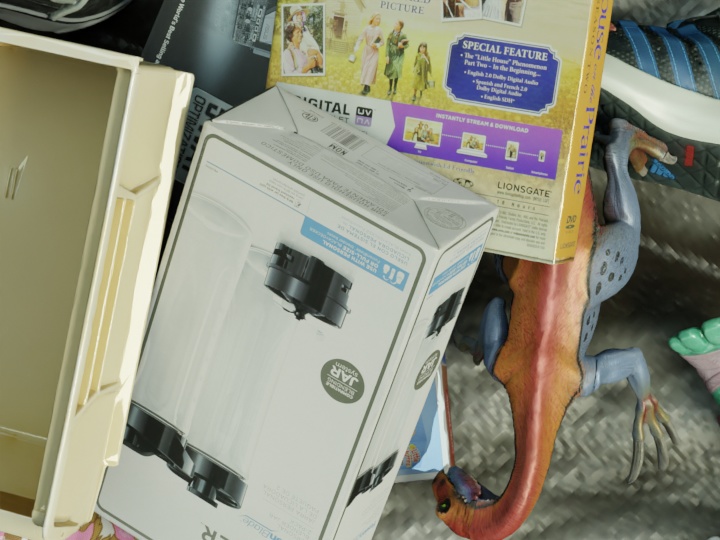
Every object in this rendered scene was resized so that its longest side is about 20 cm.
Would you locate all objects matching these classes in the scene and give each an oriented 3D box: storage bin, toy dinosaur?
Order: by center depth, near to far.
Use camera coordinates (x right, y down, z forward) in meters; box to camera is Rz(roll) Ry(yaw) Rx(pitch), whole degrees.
[{"bbox_3d":[-0.188,-0.008,0.831,0.198,0.094,0.200,13,97,9],"label":"storage bin"},{"bbox_3d":[0.069,0.020,0.913,0.104,0.200,0.183,4,58,27],"label":"toy dinosaur"}]

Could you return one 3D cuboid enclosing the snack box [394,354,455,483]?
[{"bbox_3d":[0.000,0.000,0.982,0.071,0.024,0.202,-6,85,7],"label":"snack box"}]

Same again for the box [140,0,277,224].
[{"bbox_3d":[-0.012,-0.096,0.937,0.157,0.050,0.201,29,103,17],"label":"box"}]

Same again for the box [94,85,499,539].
[{"bbox_3d":[-0.032,0.040,0.880,0.116,0.060,0.201,30,120,15],"label":"box"}]

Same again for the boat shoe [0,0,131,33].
[{"bbox_3d":[-0.136,-0.150,0.922,0.068,0.199,0.074,-8,86,26],"label":"boat shoe"}]

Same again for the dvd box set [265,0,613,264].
[{"bbox_3d":[0.034,-0.114,0.870,0.145,0.029,0.202,10,98,24],"label":"dvd box set"}]

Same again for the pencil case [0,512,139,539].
[{"bbox_3d":[-0.106,0.142,0.957,0.199,0.083,0.087,24,133,8],"label":"pencil case"}]

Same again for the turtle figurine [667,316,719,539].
[{"bbox_3d":[0.209,0.113,0.910,0.148,0.101,0.202,-12,76,-9],"label":"turtle figurine"}]

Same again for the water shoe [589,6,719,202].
[{"bbox_3d":[0.147,-0.085,0.961,0.199,0.072,0.079,22,61,9],"label":"water shoe"}]
